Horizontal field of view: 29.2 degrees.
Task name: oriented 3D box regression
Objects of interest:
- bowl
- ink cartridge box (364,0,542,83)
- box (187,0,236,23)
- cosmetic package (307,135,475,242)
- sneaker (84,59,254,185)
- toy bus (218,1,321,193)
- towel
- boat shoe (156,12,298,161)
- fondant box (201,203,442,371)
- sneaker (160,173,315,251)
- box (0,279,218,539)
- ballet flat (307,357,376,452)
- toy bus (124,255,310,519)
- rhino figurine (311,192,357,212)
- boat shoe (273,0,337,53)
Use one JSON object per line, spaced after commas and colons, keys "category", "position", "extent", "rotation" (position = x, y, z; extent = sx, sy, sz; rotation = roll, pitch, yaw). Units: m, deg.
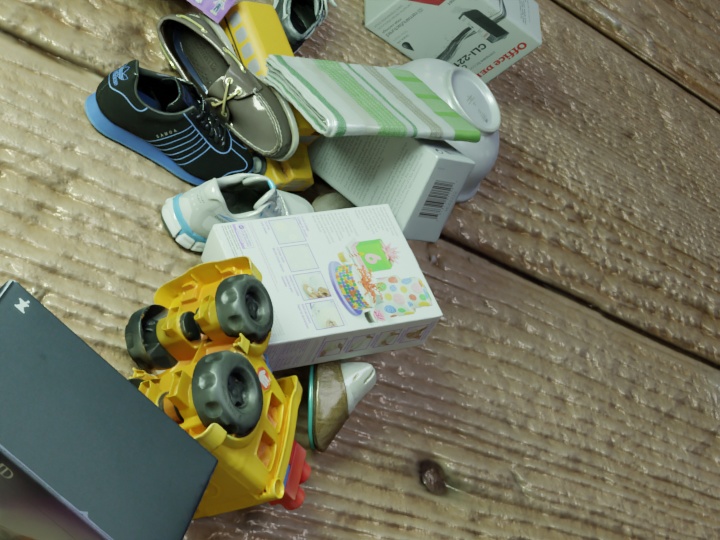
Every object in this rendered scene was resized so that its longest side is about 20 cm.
{"category": "bowl", "position": [0.114, -0.196, 1.757], "extent": [0.200, 0.090, 0.202], "rotation": [30, 43, -32]}
{"category": "ink cartridge box", "position": [0.124, -0.339, 1.831], "extent": [0.199, 0.144, 0.084], "rotation": [28, 45, -33]}
{"category": "box", "position": [-0.227, -0.356, 1.470], "extent": [0.200, 0.039, 0.137], "rotation": [34, 15, -29]}
{"category": "cosmetic package", "position": [0.019, -0.124, 1.500], "extent": [0.071, 0.102, 0.200], "rotation": [4, 29, -50]}
{"category": "sneaker", "position": [-0.174, -0.144, 1.378], "extent": [0.199, 0.078, 0.071], "rotation": [22, 46, -39]}
{"category": "toy bus", "position": [-0.100, -0.185, 1.499], "extent": [0.065, 0.078, 0.201], "rotation": [-2, 65, -51]}
{"category": "towel", "position": [0.011, -0.172, 1.439], "extent": [0.199, 0.031, 0.149], "rotation": [1, 35, -37]}
{"category": "boat shoe", "position": [-0.141, -0.192, 1.443], "extent": [0.200, 0.072, 0.059], "rotation": [53, 26, 16]}
{"category": "fondant box", "position": [-0.038, 0.015, 1.356], "extent": [0.199, 0.058, 0.145], "rotation": [-9, 57, -28]}
{"category": "sneaker", "position": [-0.102, -0.061, 1.395], "extent": [0.199, 0.086, 0.075], "rotation": [-5, 65, -53]}
{"category": "box", "position": [-0.246, 0.147, 0.960], "extent": [0.200, 0.198, 0.124], "rotation": [44, 37, -17]}
{"category": "ballet flat", "position": [-0.022, 0.086, 1.379], "extent": [0.068, 0.072, 0.201], "rotation": [86, -2, -51]}
{"category": "toy bus", "position": [-0.111, 0.118, 1.208], "extent": [0.192, 0.135, 0.201], "rotation": [45, 39, -35]}
{"category": "rhino figurine", "position": [0.000, 0.000, 1.486], "extent": [0.087, 0.060, 0.201], "rotation": [5, 56, -43]}
{"category": "boat shoe", "position": [-0.069, -0.322, 1.652], "extent": [0.074, 0.068, 0.200], "rotation": [46, 36, -15]}
